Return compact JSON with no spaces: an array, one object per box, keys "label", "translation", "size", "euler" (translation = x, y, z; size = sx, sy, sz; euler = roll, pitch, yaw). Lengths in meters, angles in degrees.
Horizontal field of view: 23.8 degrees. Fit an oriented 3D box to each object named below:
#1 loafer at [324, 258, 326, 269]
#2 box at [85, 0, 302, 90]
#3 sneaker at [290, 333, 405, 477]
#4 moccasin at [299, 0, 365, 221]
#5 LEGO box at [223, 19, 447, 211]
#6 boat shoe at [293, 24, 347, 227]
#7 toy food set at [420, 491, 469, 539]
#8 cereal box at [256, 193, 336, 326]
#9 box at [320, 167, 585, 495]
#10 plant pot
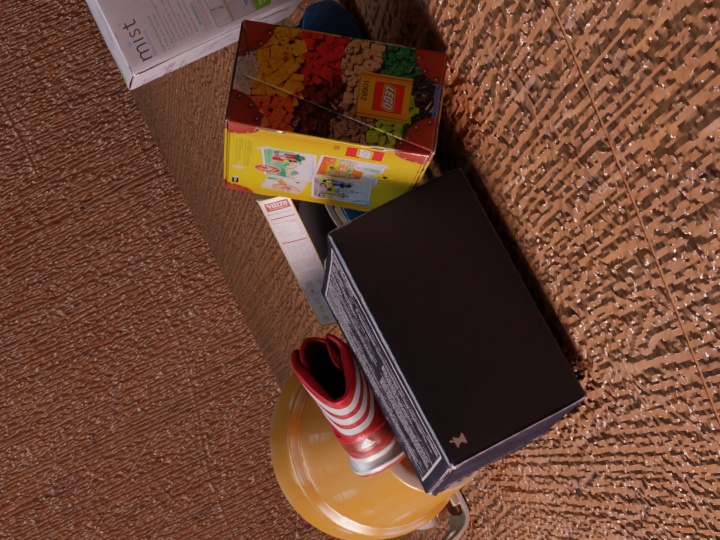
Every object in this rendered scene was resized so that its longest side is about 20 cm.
[{"label":"loafer","translation":[0.000,0.000,1.726],"size":[0.076,0.068,0.200],"euler":[60,170,18]},{"label":"box","translation":[-0.176,-0.294,1.561],"size":[0.201,0.176,0.097],"euler":[63,171,-2]},{"label":"sneaker","translation":[-0.013,0.084,1.494],"size":[0.116,0.078,0.200],"euler":[62,178,-25]},{"label":"moccasin","translation":[-0.001,-0.126,1.418],"size":[0.068,0.080,0.201],"euler":[-143,42,-80]},{"label":"LEGO box","translation":[-0.024,-0.108,1.275],"size":[0.200,0.148,0.078],"euler":[117,162,-78]},{"label":"boat shoe","translation":[-0.023,-0.125,1.500],"size":[0.200,0.074,0.066],"euler":[68,172,-21]},{"label":"toy food set","translation":[0.063,0.243,2.076],"size":[0.201,0.060,0.144],"euler":[62,171,8]},{"label":"cereal box","translation":[-0.057,-0.059,1.770],"size":[0.200,0.039,0.144],"euler":[65,-163,-44]},{"label":"box","translation":[0.066,0.054,1.334],"size":[0.201,0.123,0.198],"euler":[62,172,10]},{"label":"plant pot","translation":[0.034,0.161,1.672],"size":[0.201,0.200,0.183],"euler":[64,155,-2]}]
